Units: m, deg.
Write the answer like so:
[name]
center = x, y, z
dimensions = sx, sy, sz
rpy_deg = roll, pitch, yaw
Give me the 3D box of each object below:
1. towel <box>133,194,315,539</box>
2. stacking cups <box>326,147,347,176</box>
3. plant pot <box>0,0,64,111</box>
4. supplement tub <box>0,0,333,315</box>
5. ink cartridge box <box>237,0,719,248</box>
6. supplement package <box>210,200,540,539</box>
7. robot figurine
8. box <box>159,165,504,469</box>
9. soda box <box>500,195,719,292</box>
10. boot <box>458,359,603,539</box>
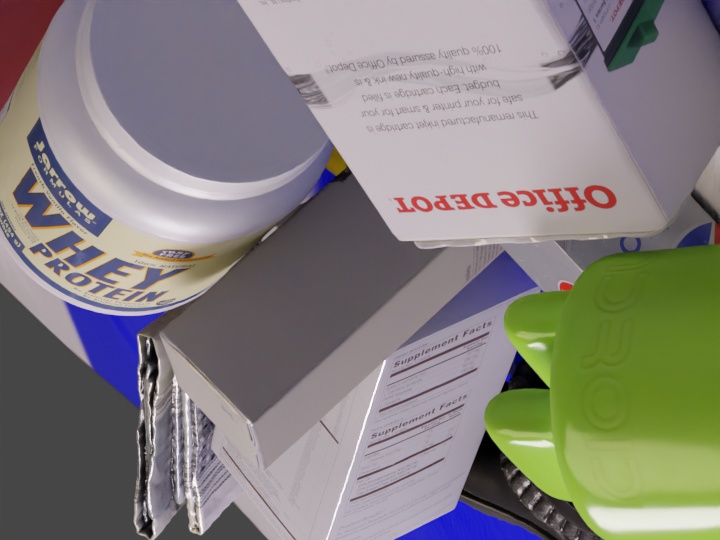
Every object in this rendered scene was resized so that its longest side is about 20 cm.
[towel]
center = -0.061, 0.057, 1.272
dimensions = 0.035, 0.200, 0.193
rpy_deg = 33, 141, 23
[stacking cups]
center = -0.055, -0.113, 1.120
dimensions = 0.200, 0.061, 0.061
rpy_deg = 37, 163, 11
[plant pot]
center = -0.159, -0.106, 1.248
dimensions = 0.200, 0.177, 0.200
rpy_deg = 44, 164, 15
[supplement tub]
center = -0.095, -0.069, 1.021
dimensions = 0.145, 0.145, 0.200
rpy_deg = 48, 154, -2
[ink cartridge box]
center = 0.036, -0.110, 0.799
dimensions = 0.146, 0.084, 0.200
rpy_deg = -1, 134, 44
[supplement package]
center = 0.004, 0.056, 1.174
dimensions = 0.114, 0.109, 0.200
rpy_deg = 49, 143, 27
[robot figurine]
center = 0.150, 0.047, 0.787
dimensions = 0.200, 0.176, 0.116
rpy_deg = -5, 146, 30
[box]
center = 0.000, 0.000, 1.028
dimensions = 0.068, 0.200, 0.082
rpy_deg = 44, 165, 17
[soda box]
center = 0.147, 0.023, 0.945
dimensions = 0.200, 0.063, 0.068
rpy_deg = 47, 167, 3
[boot]
center = 0.098, 0.094, 1.236
dimensions = 0.211, 0.079, 0.158
rpy_deg = 30, 163, 31
